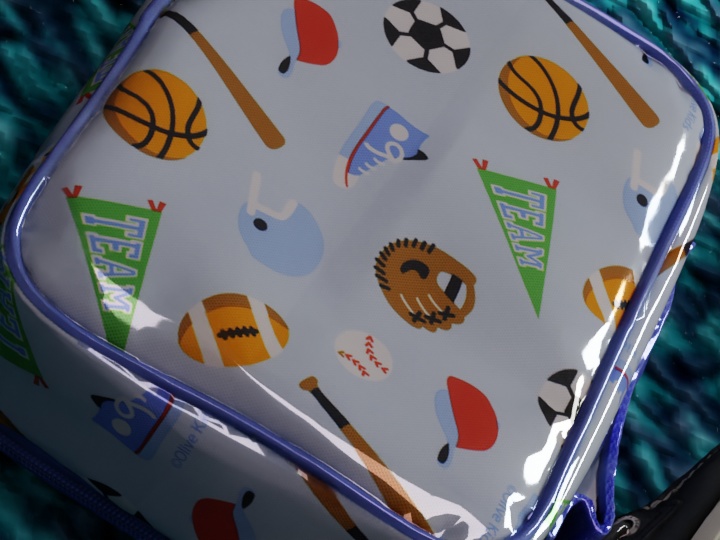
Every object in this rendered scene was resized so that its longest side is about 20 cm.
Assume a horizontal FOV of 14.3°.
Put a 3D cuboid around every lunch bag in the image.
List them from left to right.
[{"bbox_3d":[0.000,0.000,0.701,0.160,0.076,0.200,31,48,-1],"label":"lunch bag"}]

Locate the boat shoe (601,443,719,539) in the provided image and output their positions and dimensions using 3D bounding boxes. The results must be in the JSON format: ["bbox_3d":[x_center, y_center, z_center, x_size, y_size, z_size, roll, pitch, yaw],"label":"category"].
[{"bbox_3d":[0.055,0.095,0.708,0.066,0.075,0.199,17,47,28],"label":"boat shoe"}]
